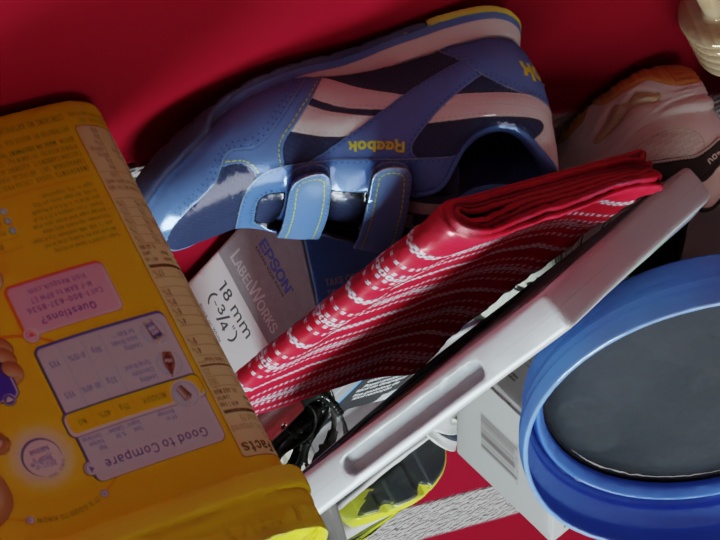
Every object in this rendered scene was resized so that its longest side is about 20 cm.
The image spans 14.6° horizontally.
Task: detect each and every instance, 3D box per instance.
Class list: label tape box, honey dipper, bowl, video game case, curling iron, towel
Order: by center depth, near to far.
[{"bbox_3d":[0.029,0.011,1.242,0.144,0.023,0.200,-15,162,-45],"label":"towel"},{"bbox_3d":[0.151,-0.137,1.258,0.038,0.038,0.200,-31,157,6],"label":"honey dipper"},{"bbox_3d":[0.063,0.035,1.305,0.182,0.023,0.200,-39,179,30],"label":"video game case"},{"bbox_3d":[-0.081,0.119,1.316,0.200,0.050,0.026,-36,-162,-25],"label":"curling iron"},{"bbox_3d":[0.000,0.000,1.345,0.144,0.063,0.200,-12,155,-42],"label":"label tape box"},{"bbox_3d":[0.176,0.065,1.405,0.200,0.039,0.201,-6,139,-5],"label":"bowl"}]

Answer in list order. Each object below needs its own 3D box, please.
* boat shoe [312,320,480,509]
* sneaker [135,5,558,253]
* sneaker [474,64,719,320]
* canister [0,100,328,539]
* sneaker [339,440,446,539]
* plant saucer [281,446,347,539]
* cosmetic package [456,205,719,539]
[{"bbox_3d":[0.043,0.071,1.586,0.200,0.066,0.074,-35,160,19],"label":"boat shoe"},{"bbox_3d":[-0.004,-0.045,1.193,0.199,0.082,0.074,-22,163,-17],"label":"sneaker"},{"bbox_3d":[0.113,-0.017,1.427,0.075,0.088,0.200,-13,157,-43],"label":"sneaker"},{"bbox_3d":[-0.121,0.045,1.073,0.148,0.200,0.087,-18,159,-29],"label":"canister"},{"bbox_3d":[-0.040,0.153,1.667,0.199,0.075,0.085,-22,164,-13],"label":"sneaker"},{"bbox_3d":[-0.059,0.159,1.433,0.050,0.201,0.200,-13,167,19],"label":"plant saucer"},{"bbox_3d":[0.150,0.040,1.541,0.200,0.085,0.108,-37,151,-20],"label":"cosmetic package"}]
